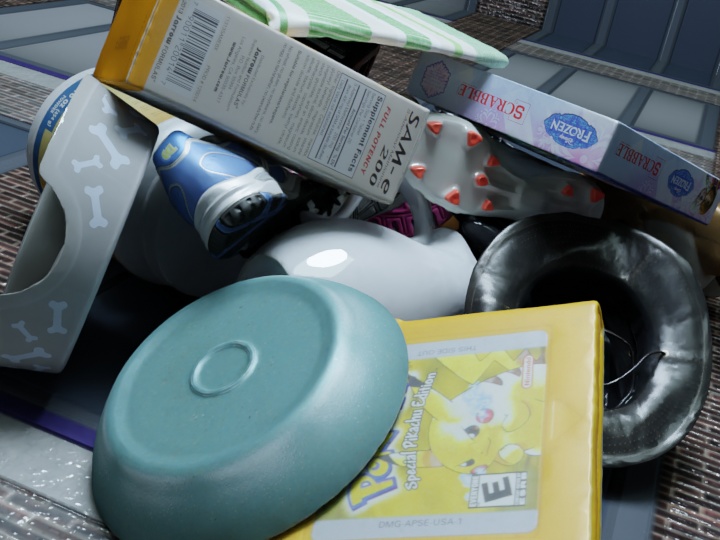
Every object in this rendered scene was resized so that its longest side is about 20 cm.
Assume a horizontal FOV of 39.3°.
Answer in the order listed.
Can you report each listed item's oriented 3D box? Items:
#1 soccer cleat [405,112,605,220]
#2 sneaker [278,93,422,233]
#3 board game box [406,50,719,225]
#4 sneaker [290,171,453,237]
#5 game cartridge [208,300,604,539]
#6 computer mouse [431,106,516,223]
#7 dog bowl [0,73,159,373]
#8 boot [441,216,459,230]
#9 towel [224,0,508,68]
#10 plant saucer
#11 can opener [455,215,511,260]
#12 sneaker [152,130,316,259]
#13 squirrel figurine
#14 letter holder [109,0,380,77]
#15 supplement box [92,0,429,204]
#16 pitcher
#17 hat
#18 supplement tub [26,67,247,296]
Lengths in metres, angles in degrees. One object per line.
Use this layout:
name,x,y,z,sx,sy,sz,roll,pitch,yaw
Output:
soccer cleat,0.106,-0.075,0.814,0.198,0.070,0.078,18,10,-21
sneaker,-0.016,-0.065,0.859,0.076,0.200,0.087,49,35,12
board game box,0.170,-0.108,0.826,0.199,0.041,0.199,14,14,-47
sneaker,0.003,-0.077,0.978,0.198,0.082,0.088,1,13,16
game cartridge,0.027,0.092,0.532,0.198,0.033,0.177,-6,40,19
computer mouse,0.125,-0.096,0.932,0.138,0.053,0.201,35,30,-11
dog bowl,-0.191,-0.024,0.664,0.058,0.201,0.200,22,20,-14
boot,0.120,-0.015,0.949,0.199,0.077,0.155,33,26,17
towel,-0.006,-0.192,0.776,0.198,0.024,0.153,3,24,-31
plant saucer,-0.071,0.065,0.569,0.198,0.036,0.201,-17,36,13
can opener,0.153,0.028,0.828,0.199,0.064,0.079,40,18,-2
sneaker,-0.084,-0.057,0.697,0.077,0.076,0.200,45,2,3
squirrel figurine,0.300,-0.043,0.971,0.201,0.142,0.186,55,30,16
letter holder,-0.107,-0.169,0.862,0.199,0.143,0.101,30,33,5
supplement box,-0.070,-0.121,0.692,0.199,0.074,0.126,23,1,-27
pitcher,0.000,0.000,0.750,0.199,0.121,0.173,-5,64,-42
hat,0.161,0.060,0.745,0.198,0.081,0.203,0,61,0
supplement tub,-0.173,-0.076,0.843,0.144,0.146,0.199,-11,31,-43
